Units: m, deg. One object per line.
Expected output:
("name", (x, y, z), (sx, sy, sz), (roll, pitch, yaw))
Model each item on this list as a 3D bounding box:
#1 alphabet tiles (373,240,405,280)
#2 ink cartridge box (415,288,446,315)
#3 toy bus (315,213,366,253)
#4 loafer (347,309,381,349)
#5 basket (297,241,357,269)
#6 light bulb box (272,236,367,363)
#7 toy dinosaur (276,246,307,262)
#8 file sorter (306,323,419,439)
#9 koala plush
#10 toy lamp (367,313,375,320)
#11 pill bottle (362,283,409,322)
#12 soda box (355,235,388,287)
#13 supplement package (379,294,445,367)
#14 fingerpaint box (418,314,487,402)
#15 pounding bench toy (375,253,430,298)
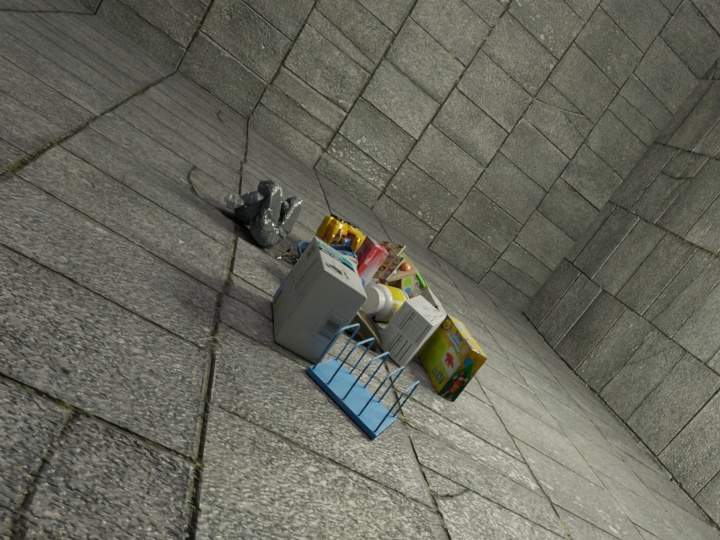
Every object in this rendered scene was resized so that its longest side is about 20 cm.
("alphabet tiles", (0.070, -0.041, 1.933), (0.163, 0.008, 0.200), (13, 42, 31))
("ink cartridge box", (0.263, 0.186, 1.918), (0.145, 0.083, 0.203), (46, 16, -50))
("toy bus", (-0.032, -0.077, 1.833), (0.190, 0.139, 0.198), (30, 4, 34))
("loafer", (-0.015, 0.142, 1.546), (0.202, 0.067, 0.076), (52, 14, -9))
("basket", (-0.092, -0.006, 1.617), (0.171, 0.141, 0.204), (3, 46, -17))
("light bulb box", (-0.101, 0.063, 1.283), (0.123, 0.200, 0.201), (32, 15, -22))
("toy dinosaur", (-0.187, -0.039, 1.744), (0.197, 0.048, 0.089), (22, 26, -39))
("file sorter", (0.012, 0.228, 1.197), (0.199, 0.124, 0.138), (41, 15, 17))
("koala plush", (-0.312, -0.176, 1.696), (0.196, 0.189, 0.177), (19, -6, 31))
("toy lamp", (-0.038, 0.086, 1.681), (0.199, 0.059, 0.058), (42, 15, 22))
("pill bottle", (0.072, 0.104, 1.785), (0.112, 0.114, 0.198), (43, 14, 28))
("soda box", (0.000, 0.000, 1.750), (0.069, 0.202, 0.064), (26, 14, -35))
("supplement package", (0.150, 0.175, 1.658), (0.110, 0.157, 0.199), (40, 14, 14))
("fingerpaint box", (0.271, 0.259, 1.676), (0.072, 0.169, 0.201), (29, 14, -24))
("pounding bench toy", (0.157, 0.027, 1.971), (0.194, 0.160, 0.125), (-14, 34, -17))
